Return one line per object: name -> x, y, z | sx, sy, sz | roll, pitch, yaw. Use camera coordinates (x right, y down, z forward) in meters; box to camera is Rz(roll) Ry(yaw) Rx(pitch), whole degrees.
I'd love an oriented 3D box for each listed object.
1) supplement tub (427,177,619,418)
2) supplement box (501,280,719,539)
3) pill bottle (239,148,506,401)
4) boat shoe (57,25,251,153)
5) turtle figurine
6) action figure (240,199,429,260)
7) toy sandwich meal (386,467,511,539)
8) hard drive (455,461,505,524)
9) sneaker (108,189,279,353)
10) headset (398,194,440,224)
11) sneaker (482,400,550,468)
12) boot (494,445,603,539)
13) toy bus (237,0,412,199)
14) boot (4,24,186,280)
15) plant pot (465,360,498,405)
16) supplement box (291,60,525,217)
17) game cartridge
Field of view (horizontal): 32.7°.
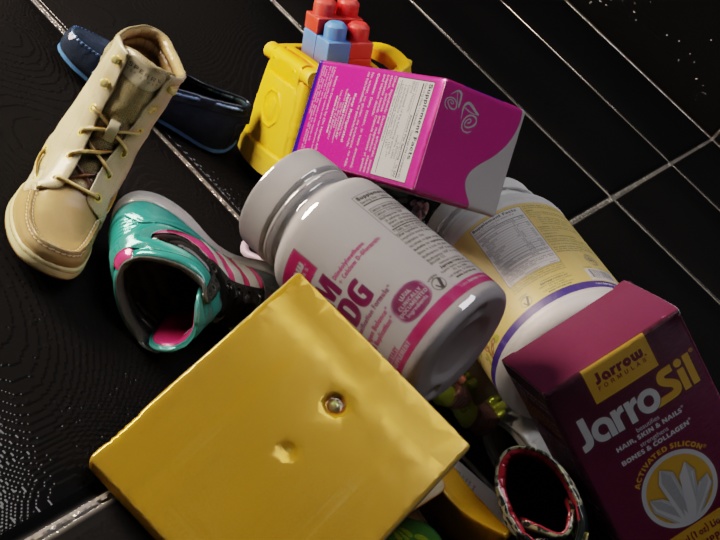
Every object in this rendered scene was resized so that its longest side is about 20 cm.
supplement tub -> 0.153, 0.020, 1.135 | 0.145, 0.146, 0.200 | 18, 28, -39
supplement box -> 0.224, 0.132, 0.992 | 0.201, 0.130, 0.103 | 60, -4, -16
pill bottle -> 0.005, 0.000, 0.955 | 0.200, 0.114, 0.113 | 40, 24, 22
boat shoe -> -0.199, -0.194, 1.214 | 0.199, 0.069, 0.084 | 25, 30, -30
turtle figurine -> 0.055, 0.097, 1.085 | 0.161, 0.065, 0.199 | 31, -11, -34
action figure -> 0.000, 0.000, 1.093 | 0.200, 0.149, 0.134 | 43, 19, -4
toy sandwich meal -> 0.021, 0.173, 0.897 | 0.204, 0.070, 0.206 | 20, 41, -19
hard drive -> 0.036, 0.170, 1.016 | 0.200, 0.027, 0.132 | 42, 25, 0
sneaker -> -0.116, 0.027, 0.964 | 0.199, 0.084, 0.121 | 33, 28, -18
headset -> 0.096, -0.057, 1.256 | 0.094, 0.123, 0.200 | 53, -11, 9
sneaker -> 0.190, 0.197, 1.157 | 0.200, 0.074, 0.116 | 51, 45, -3
boot -> 0.162, 0.232, 0.952 | 0.205, 0.073, 0.154 | 64, 2, 20
toy bus -> -0.010, -0.183, 1.270 | 0.199, 0.193, 0.136 | -2, 26, -33
boot -> -0.202, -0.097, 0.956 | 0.073, 0.156, 0.201 | 32, 27, -18
plant pot -> 0.136, 0.077, 1.255 | 0.200, 0.027, 0.201 | 40, 31, -29
supplement box -> 0.039, -0.123, 1.123 | 0.101, 0.104, 0.199 | 15, 5, -38
game cartridge -> -0.052, 0.126, 0.832 | 0.176, 0.032, 0.200 | 45, 66, 7
